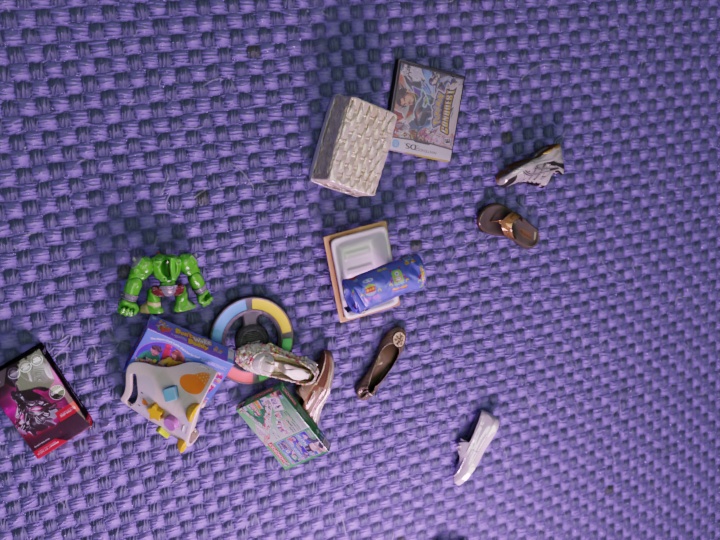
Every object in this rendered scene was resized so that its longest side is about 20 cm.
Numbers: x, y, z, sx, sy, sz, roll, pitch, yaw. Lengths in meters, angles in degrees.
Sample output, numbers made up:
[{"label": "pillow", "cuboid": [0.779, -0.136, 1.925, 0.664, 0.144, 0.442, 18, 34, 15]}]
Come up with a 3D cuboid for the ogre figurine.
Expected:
[{"label": "ogre figurine", "cuboid": [-0.403, 0.025, 1.389, 0.194, 0.098, 0.124, 0, 102, -18]}]

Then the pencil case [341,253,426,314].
[{"label": "pencil case", "cuboid": [0.053, 0.032, 1.480, 0.196, 0.078, 0.089, -21, 76, -15]}]

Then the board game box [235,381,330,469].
[{"label": "board game box", "cuboid": [-0.176, 0.360, 1.531, 0.132, 0.029, 0.202, -26, 111, 24]}]

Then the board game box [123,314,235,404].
[{"label": "board game box", "cuboid": [-0.384, 0.193, 1.422, 0.197, 0.045, 0.135, 27, 118, -22]}]

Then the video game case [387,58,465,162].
[{"label": "video game case", "cuboid": [0.148, -0.371, 1.562, 0.176, 0.025, 0.206, 7, 97, -21]}]

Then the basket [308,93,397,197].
[{"label": "basket", "cuboid": [-0.015, -0.273, 1.466, 0.132, 0.123, 0.205, 15, 93, -22]}]

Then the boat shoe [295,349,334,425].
[{"label": "boat shoe", "cuboid": [-0.116, 0.281, 1.554, 0.070, 0.076, 0.205, 18, 91, -19]}]

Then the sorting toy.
[{"label": "sorting toy", "cuboid": [-0.418, 0.275, 1.405, 0.176, 0.107, 0.203, 24, 122, 2]}]

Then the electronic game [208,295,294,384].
[{"label": "electronic game", "cuboid": [-0.244, 0.157, 1.500, 0.195, 0.041, 0.206, -4, 101, -20]}]

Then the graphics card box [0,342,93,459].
[{"label": "graphics card box", "cuboid": [-0.655, 0.267, 1.364, 0.124, 0.051, 0.204, -29, 107, -13]}]

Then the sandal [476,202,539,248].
[{"label": "sandal", "cuboid": [0.380, -0.108, 1.677, 0.197, 0.054, 0.083, 26, 90, -22]}]

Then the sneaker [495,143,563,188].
[{"label": "sneaker", "cuboid": [0.431, -0.240, 1.662, 0.196, 0.075, 0.090, -26, 107, -13]}]

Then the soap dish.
[{"label": "soap dish", "cuboid": [0.000, 0.000, 1.542, 0.153, 0.081, 0.206, -15, 105, -17]}]

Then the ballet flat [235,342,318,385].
[{"label": "ballet flat", "cuboid": [-0.181, 0.208, 1.476, 0.195, 0.064, 0.078, 13, 100, -18]}]

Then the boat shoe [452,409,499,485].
[{"label": "boat shoe", "cuboid": [0.287, 0.459, 1.739, 0.068, 0.072, 0.203, 31, 95, 0]}]

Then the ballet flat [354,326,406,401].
[{"label": "ballet flat", "cuboid": [0.054, 0.229, 1.620, 0.067, 0.046, 0.202, 36, 86, -22]}]
